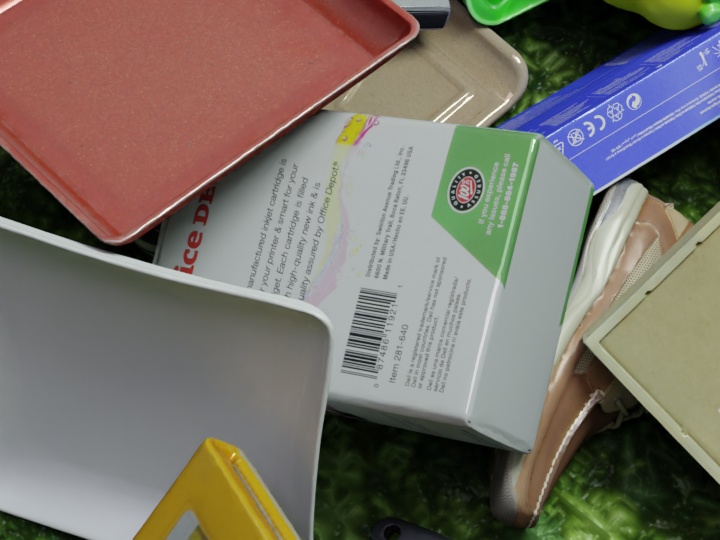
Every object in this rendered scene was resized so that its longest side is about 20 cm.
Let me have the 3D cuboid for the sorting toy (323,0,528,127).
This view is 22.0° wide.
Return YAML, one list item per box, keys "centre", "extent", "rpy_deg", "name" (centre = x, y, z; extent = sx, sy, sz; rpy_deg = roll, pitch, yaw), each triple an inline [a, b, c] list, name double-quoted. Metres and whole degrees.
- centre: [-0.032, -0.102, 1.080]
  extent: [0.200, 0.036, 0.185]
  rpy_deg: [-42, 68, -12]
  name: "sorting toy"

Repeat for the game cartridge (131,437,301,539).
- centre: [-0.085, 0.205, 0.842]
  extent: [0.200, 0.032, 0.176]
  rpy_deg: [-53, 43, 12]
  name: "game cartridge"

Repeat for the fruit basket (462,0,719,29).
- centre: [0.140, -0.222, 1.049]
  extent: [0.215, 0.156, 0.216]
  rpy_deg: [-17, 26, 8]
  name: "fruit basket"

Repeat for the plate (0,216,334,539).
- centre: [-0.108, 0.064, 0.915]
  extent: [0.200, 0.200, 0.032]
  rpy_deg: [15, 41, 12]
  name: "plate"

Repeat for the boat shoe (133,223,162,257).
- centre: [-0.122, -0.098, 1.034]
  extent: [0.074, 0.062, 0.200]
  rpy_deg: [-14, 65, -1]
  name: "boat shoe"

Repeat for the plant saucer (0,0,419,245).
- centre: [-0.106, -0.113, 0.940]
  extent: [0.200, 0.037, 0.200]
  rpy_deg: [-37, 60, -23]
  name: "plant saucer"

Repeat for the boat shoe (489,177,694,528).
- centre: [0.128, 0.047, 0.972]
  extent: [0.072, 0.076, 0.200]
  rpy_deg: [25, 74, 3]
  name: "boat shoe"

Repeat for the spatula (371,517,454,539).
- centre: [0.096, 0.168, 0.939]
  extent: [0.200, 0.021, 0.057]
  rpy_deg: [23, 68, 14]
  name: "spatula"

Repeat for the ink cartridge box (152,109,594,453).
- centre: [0.000, 0.000, 0.943]
  extent: [0.200, 0.084, 0.145]
  rpy_deg: [9, 79, 30]
  name: "ink cartridge box"

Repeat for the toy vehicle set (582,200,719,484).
- centre: [0.222, 0.062, 0.916]
  extent: [0.124, 0.027, 0.200]
  rpy_deg: [-44, 91, 10]
  name: "toy vehicle set"

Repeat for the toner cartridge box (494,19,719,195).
- centre: [0.156, -0.094, 1.028]
  extent: [0.200, 0.095, 0.043]
  rpy_deg: [-31, 101, -12]
  name: "toner cartridge box"

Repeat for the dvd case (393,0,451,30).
- centre: [-0.061, -0.198, 1.061]
  extent: [0.200, 0.025, 0.151]
  rpy_deg: [-3, 57, -19]
  name: "dvd case"

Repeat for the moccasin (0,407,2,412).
- centre: [-0.230, 0.039, 0.987]
  extent: [0.200, 0.068, 0.081]
  rpy_deg: [-5, 46, -1]
  name: "moccasin"
